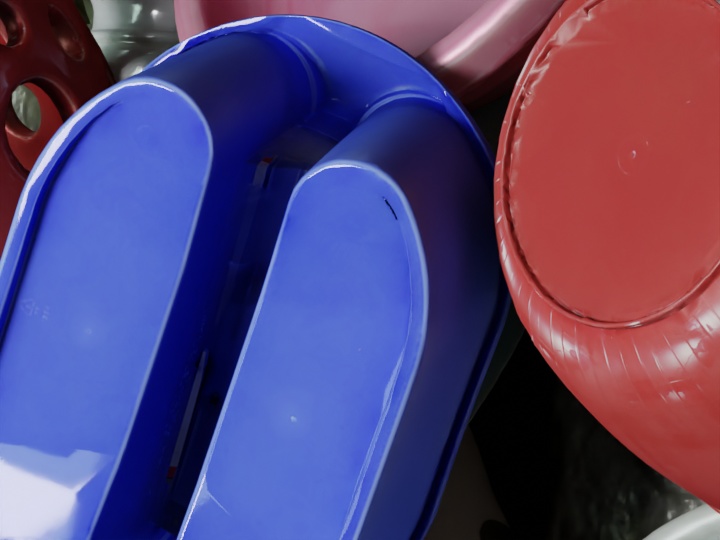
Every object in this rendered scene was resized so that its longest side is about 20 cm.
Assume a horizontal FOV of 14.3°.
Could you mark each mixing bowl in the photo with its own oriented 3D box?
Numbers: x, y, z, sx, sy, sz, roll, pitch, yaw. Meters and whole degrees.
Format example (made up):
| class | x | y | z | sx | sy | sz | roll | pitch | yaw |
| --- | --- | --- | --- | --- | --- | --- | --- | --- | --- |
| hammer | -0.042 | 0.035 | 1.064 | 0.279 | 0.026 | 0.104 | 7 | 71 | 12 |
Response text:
| class | x | y | z | sx | sy | sz | roll | pitch | yaw |
| --- | --- | --- | --- | --- | --- | --- | --- | --- | --- |
| mixing bowl | 0.110 | -0.023 | 0.805 | 0.200 | 0.108 | 0.201 | -12 | 73 | 45 |

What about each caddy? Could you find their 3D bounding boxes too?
| class | x | y | z | sx | sy | sz | roll | pitch | yaw |
| --- | --- | --- | --- | --- | --- | --- | --- | --- | --- |
| caddy | -0.036 | 0.023 | 0.871 | 0.141 | 0.105 | 0.201 | 23 | 106 | 11 |

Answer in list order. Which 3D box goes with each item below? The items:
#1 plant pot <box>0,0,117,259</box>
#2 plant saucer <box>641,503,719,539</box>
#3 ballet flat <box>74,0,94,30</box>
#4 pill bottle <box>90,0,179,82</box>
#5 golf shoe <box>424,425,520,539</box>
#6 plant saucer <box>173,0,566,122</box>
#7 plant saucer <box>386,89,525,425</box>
| class | x | y | z | sx | sy | sz | roll | pitch | yaw |
| --- | --- | --- | --- | --- | --- | --- | --- | --- | --- |
| plant pot | -0.159 | -0.008 | 0.993 | 0.200 | 0.200 | 0.183 | -26 | 102 | 47 |
| plant saucer | 0.129 | 0.166 | 0.844 | 0.200 | 0.050 | 0.201 | -19 | 62 | 40 |
| ballet flat | -0.099 | -0.082 | 1.150 | 0.069 | 0.069 | 0.201 | -42 | 57 | 41 |
| pill bottle | -0.059 | -0.156 | 1.070 | 0.111 | 0.111 | 0.201 | 6 | 92 | 51 |
| golf shoe | 0.051 | 0.123 | 0.960 | 0.088 | 0.077 | 0.201 | -22 | 69 | 24 |
| plant saucer | 0.026 | -0.125 | 0.947 | 0.200 | 0.051 | 0.201 | -26 | 47 | 30 |
| plant saucer | 0.000 | 0.000 | 0.977 | 0.200 | 0.036 | 0.200 | -46 | 26 | 31 |
